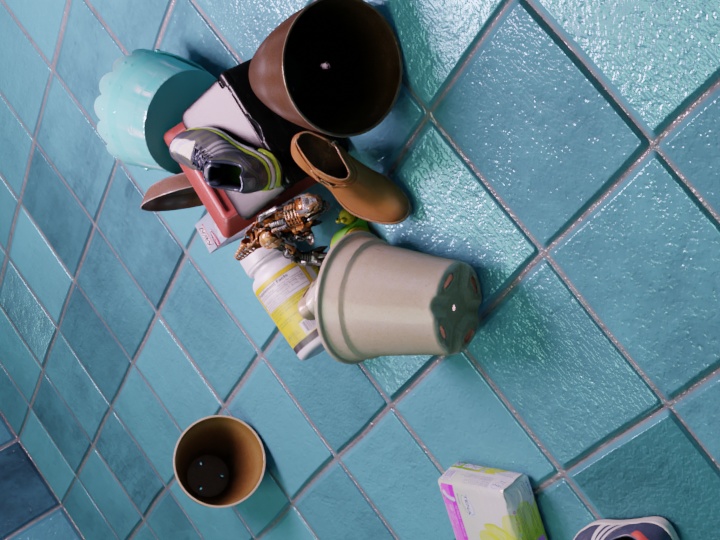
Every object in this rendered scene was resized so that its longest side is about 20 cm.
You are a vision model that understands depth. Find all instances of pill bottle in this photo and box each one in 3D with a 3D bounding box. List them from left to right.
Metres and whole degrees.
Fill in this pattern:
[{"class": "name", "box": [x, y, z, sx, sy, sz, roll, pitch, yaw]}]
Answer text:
[{"class": "pill bottle", "box": [-0.108, 0.040, 1.785, 0.200, 0.114, 0.114, 55, 143, 9]}]

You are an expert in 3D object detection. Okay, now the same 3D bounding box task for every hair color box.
[{"class": "hair color box", "box": [-0.191, -0.104, 1.802, 0.200, 0.099, 0.061, -34, 85, 53]}]

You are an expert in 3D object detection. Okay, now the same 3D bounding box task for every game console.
[{"class": "game console", "box": [-0.147, -0.211, 1.641, 0.200, 0.176, 0.116, 58, 158, 3]}]

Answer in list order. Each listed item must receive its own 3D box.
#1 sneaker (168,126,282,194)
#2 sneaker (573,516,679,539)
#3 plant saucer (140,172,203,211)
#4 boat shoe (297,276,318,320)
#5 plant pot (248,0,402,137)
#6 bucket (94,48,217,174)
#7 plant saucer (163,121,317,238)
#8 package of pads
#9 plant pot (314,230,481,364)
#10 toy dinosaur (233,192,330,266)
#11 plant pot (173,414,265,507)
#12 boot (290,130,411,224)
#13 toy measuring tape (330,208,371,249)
[{"class": "sneaker", "box": [-0.214, -0.163, 1.586, 0.200, 0.081, 0.074, 19, 117, 30]}, {"class": "sneaker", "box": [0.351, 0.397, 1.499, 0.075, 0.084, 0.200, 57, 143, 5]}, {"class": "plant saucer", "box": [-0.276, -0.140, 1.805, 0.200, 0.200, 0.035, -19, 84, 53]}, {"class": "boat shoe", "box": [-0.049, 0.036, 1.658, 0.065, 0.200, 0.072, -33, 92, 15]}, {"class": "plant pot", "box": [-0.073, -0.280, 1.502, 0.200, 0.187, 0.187, 9, 120, 58]}, {"class": "bucket", "box": [-0.324, -0.260, 1.781, 0.135, 0.207, 0.207, 23, 129, 40]}, {"class": "plant saucer", "box": [-0.183, -0.185, 1.678, 0.200, 0.200, 0.037, 58, -176, 3]}, {"class": "package of pads", "box": [0.217, 0.407, 1.677, 0.154, 0.068, 0.200, -2, 112, 51]}, {"class": "plant pot", "box": [0.065, 0.047, 1.542, 0.183, 0.200, 0.201, 5, 117, 36]}, {"class": "toy dinosaur", "box": [-0.122, -0.067, 1.678, 0.200, 0.136, 0.102, -3, 76, 41]}, {"class": "plant pot", "box": [-0.309, 0.415, 2.232, 0.186, 0.186, 0.200, 56, 156, 8]}, {"class": "boot", "box": [-0.014, -0.129, 1.507, 0.200, 0.074, 0.155, 29, 178, -2]}, {"class": "toy measuring tape", "box": [0.000, 0.000, 1.669, 0.074, 0.074, 0.200, -2, 111, 50]}]
